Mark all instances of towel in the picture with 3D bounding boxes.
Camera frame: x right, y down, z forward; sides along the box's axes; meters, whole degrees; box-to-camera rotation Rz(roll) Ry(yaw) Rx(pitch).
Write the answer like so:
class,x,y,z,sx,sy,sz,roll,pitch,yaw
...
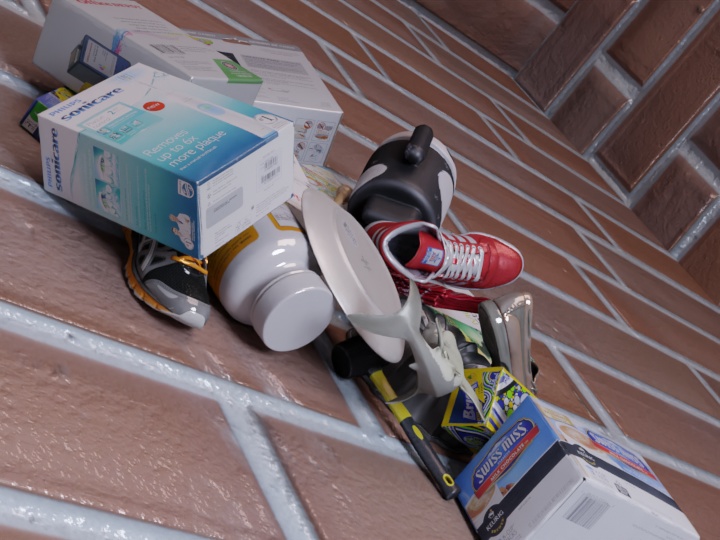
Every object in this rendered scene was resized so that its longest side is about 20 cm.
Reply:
class,x,y,z,sx,sy,sz,roll,pitch,yaw
towel,0.054,0.012,1.728,0.198,0.023,0.144,21,5,34

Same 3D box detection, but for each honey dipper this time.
class,x,y,z,sx,sy,sz,roll,pitch,yaw
honey dipper,-0.044,-0.062,1.754,0.038,0.038,0.200,40,28,-1

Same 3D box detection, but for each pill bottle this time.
class,x,y,z,sx,sy,sz,roll,pitch,yaw
pill bottle,-0.106,-0.017,1.435,0.110,0.111,0.201,20,26,-49

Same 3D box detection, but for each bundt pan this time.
class,x,y,z,sx,sy,sz,roll,pitch,yaw
bundt pan,0.081,0.108,1.600,0.201,0.076,0.202,37,16,-12

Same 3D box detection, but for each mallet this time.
class,x,y,z,sx,sy,sz,roll,pitch,yaw
mallet,0.050,0.145,1.475,0.065,0.041,0.201,-25,67,-37

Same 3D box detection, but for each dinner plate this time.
class,x,y,z,sx,sy,sz,roll,pitch,yaw
dinner plate,0.000,0.000,1.470,0.201,0.024,0.201,55,15,-22

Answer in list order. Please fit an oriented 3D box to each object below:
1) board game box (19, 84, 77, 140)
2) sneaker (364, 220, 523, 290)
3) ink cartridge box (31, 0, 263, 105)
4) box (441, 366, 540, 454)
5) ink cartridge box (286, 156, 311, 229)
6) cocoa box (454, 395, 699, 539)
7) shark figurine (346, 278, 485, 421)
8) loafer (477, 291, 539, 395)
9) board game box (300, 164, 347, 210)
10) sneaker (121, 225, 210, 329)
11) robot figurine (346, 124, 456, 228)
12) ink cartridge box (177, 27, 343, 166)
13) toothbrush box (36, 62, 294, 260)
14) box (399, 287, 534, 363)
class,x,y,z,sx,sy,sz,roll,pitch,yaw
board game box,-0.270,-0.145,1.530,0.135,0.035,0.200,40,17,-4
sneaker,0.103,-0.015,1.641,0.197,0.072,0.112,9,2,-11
ink cartridge box,-0.228,-0.215,1.533,0.199,0.088,0.145,34,20,20
box,0.173,0.181,1.533,0.064,0.071,0.200,-5,-34,42
ink cartridge box,-0.131,-0.099,1.639,0.145,0.085,0.201,28,19,-35
cocoa box,0.217,0.243,1.451,0.199,0.134,0.132,29,19,-35
shark figurine,0.055,0.099,1.408,0.130,0.089,0.214,67,9,17
loafer,0.184,0.112,1.656,0.072,0.062,0.202,-124,-164,-53
board game box,-0.076,-0.102,1.854,0.199,0.034,0.135,19,27,-51
sneaker,-0.176,-0.021,1.355,0.078,0.077,0.201,29,21,-37
robot figurine,0.056,-0.094,1.831,0.125,0.149,0.201,50,34,-18
ink cartridge box,-0.147,-0.220,1.797,0.197,0.085,0.176,5,35,-28
toothbrush box,-0.180,-0.107,1.338,0.198,0.086,0.146,23,38,28
box,0.137,0.081,1.858,0.144,0.036,0.199,47,19,20
